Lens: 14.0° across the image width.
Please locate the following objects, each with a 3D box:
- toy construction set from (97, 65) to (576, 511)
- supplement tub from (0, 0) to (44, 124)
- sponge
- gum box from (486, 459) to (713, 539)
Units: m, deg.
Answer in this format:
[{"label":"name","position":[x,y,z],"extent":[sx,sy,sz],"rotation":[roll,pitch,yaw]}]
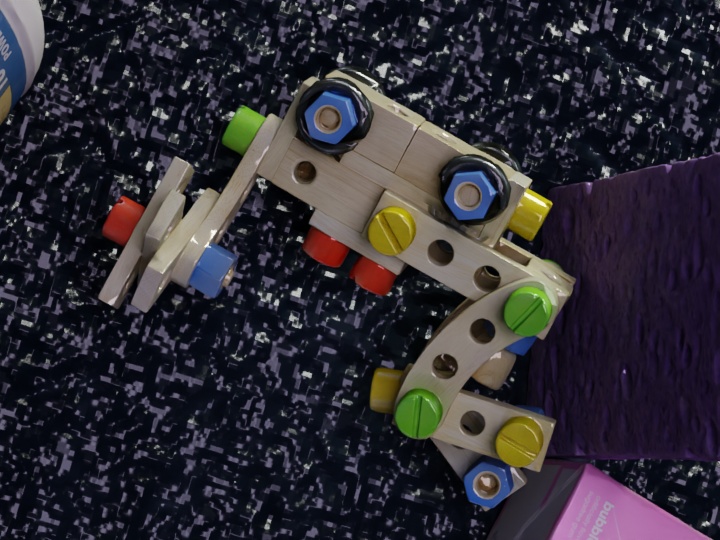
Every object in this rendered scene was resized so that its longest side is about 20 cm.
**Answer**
[{"label":"toy construction set","position":[0.000,0.000,1.145],"extent":[0.199,0.092,0.132],"rotation":[25,105,-11]},{"label":"supplement tub","position":[-0.216,-0.044,1.006],"extent":[0.144,0.145,0.200],"rotation":[39,66,-15]},{"label":"sponge","position":[0.114,0.017,1.121],"extent":[0.030,0.200,0.112],"rotation":[8,85,-18]},{"label":"gum box","position":[0.079,0.190,1.173],"extent":[0.113,0.066,0.201],"rotation":[31,79,-15]}]
